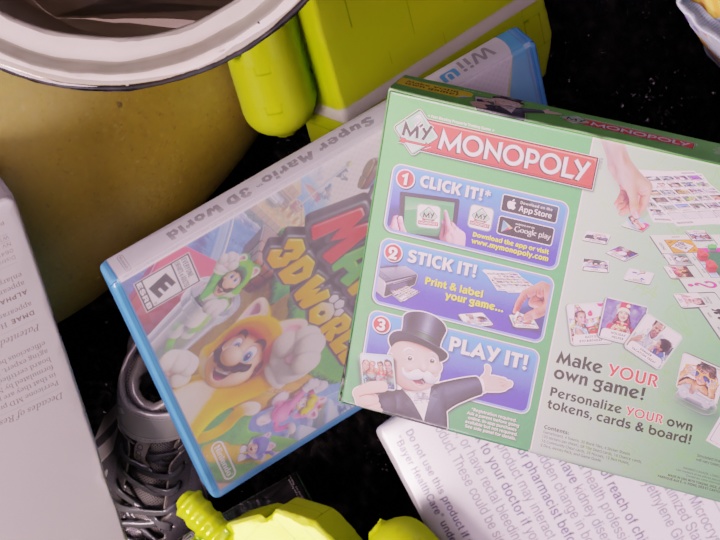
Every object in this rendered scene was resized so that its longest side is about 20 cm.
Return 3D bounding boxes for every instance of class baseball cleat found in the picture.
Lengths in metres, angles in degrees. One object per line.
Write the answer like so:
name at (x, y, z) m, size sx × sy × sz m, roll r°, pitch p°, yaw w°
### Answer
baseball cleat at (-0.100, 0.083, 0.820) m, size 0.069 × 0.106 × 0.202 m, roll 15°, pitch 97°, yaw 6°

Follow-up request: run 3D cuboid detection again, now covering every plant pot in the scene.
plant pot at (-0.117, -0.094, 0.790) m, size 0.141 × 0.200 × 0.202 m, roll -24°, pitch 87°, yaw -14°

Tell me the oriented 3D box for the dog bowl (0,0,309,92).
dog bowl at (-0.086, -0.167, 0.646) m, size 0.198 × 0.074 × 0.203 m, roll 1°, pitch 96°, yaw 6°

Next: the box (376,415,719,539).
box at (0.140, 0.096, 0.772) m, size 0.199 × 0.105 × 0.185 m, roll -29°, pitch 86°, yaw 12°

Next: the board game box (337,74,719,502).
board game box at (0.098, 0.011, 0.693) m, size 0.198 × 0.029 × 0.136 m, roll 14°, pitch 110°, yaw 11°

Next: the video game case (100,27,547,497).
video game case at (0.000, 0.000, 0.757) m, size 0.199 × 0.144 × 0.018 m, roll -31°, pitch 45°, yaw -12°

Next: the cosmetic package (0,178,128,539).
cosmetic package at (-0.168, 0.037, 0.736) m, size 0.081 × 0.113 × 0.201 m, roll -24°, pitch 132°, yaw -15°

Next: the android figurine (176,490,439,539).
android figurine at (-0.020, 0.181, 0.745) m, size 0.200 × 0.041 × 0.182 m, roll 46°, pitch 103°, yaw 7°

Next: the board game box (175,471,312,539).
board game box at (-0.025, 0.204, 0.796) m, size 0.104 × 0.023 × 0.201 m, roll -27°, pitch 79°, yaw -13°

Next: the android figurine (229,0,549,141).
android figurine at (0.019, -0.122, 0.760) m, size 0.041 × 0.182 × 0.201 m, roll 25°, pitch 142°, yaw 45°

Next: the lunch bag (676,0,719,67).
lunch bag at (0.231, -0.141, 0.711) m, size 0.200 × 0.169 × 0.127 m, roll -46°, pitch 79°, yaw 12°
